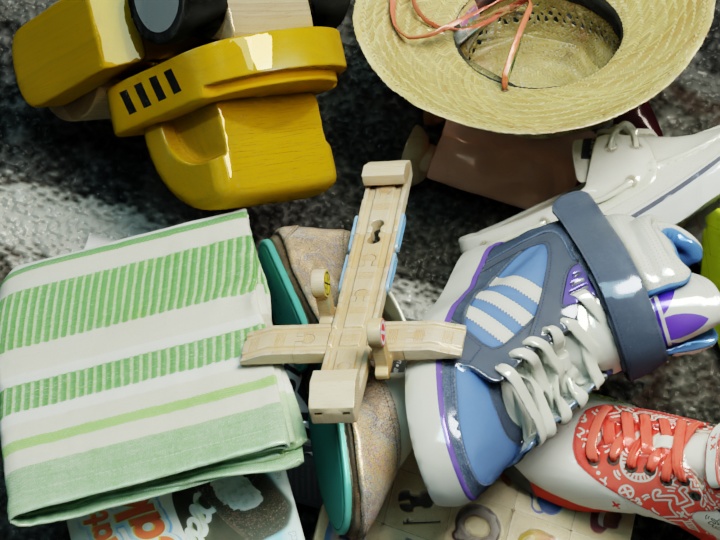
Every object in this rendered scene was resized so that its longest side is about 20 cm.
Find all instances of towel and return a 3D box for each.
[{"bbox_3d":[-0.114,0.048,1.557,0.152,0.023,0.200,-13,39,-1],"label":"towel"}]

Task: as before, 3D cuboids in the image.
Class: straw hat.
[{"bbox_3d":[0.101,-0.119,1.675,0.200,0.085,0.202,-6,48,6],"label":"straw hat"}]

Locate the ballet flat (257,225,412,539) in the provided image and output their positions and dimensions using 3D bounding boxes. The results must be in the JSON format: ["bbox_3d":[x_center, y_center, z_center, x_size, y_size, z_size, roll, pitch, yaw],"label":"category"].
[{"bbox_3d":[0.000,0.052,1.566,0.067,0.068,0.200,-5,52,-16],"label":"ballet flat"}]

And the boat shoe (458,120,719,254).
[{"bbox_3d":[0.143,-0.047,1.653,0.200,0.071,0.070,-32,89,16],"label":"boat shoe"}]

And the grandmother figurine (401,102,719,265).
[{"bbox_3d":[0.129,-0.055,1.719,0.199,0.061,0.122,21,87,9],"label":"grandmother figurine"}]

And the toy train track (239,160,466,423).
[{"bbox_3d":[0.000,0.000,1.539,0.114,0.033,0.200,-2,38,13],"label":"toy train track"}]

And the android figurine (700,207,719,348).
[{"bbox_3d":[0.240,0.029,1.598,0.041,0.183,0.200,-19,19,-17],"label":"android figurine"}]

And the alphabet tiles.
[{"bbox_3d":[0.069,0.169,1.566,0.199,0.006,0.167,20,60,-9],"label":"alphabet tiles"}]

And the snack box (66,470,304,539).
[{"bbox_3d":[-0.088,0.138,1.531,0.116,0.037,0.201,-15,57,-4],"label":"snack box"}]

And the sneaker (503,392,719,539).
[{"bbox_3d":[0.169,0.094,1.566,0.201,0.108,0.067,24,60,-3],"label":"sneaker"}]

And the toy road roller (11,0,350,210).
[{"bbox_3d":[-0.091,-0.099,1.679,0.123,0.200,0.147,-7,83,-39],"label":"toy road roller"}]

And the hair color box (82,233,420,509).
[{"bbox_3d":[-0.069,0.058,1.640,0.199,0.061,0.099,14,60,9],"label":"hair color box"}]

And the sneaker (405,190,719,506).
[{"bbox_3d":[0.112,0.037,1.539,0.146,0.081,0.200,-11,30,22],"label":"sneaker"}]
